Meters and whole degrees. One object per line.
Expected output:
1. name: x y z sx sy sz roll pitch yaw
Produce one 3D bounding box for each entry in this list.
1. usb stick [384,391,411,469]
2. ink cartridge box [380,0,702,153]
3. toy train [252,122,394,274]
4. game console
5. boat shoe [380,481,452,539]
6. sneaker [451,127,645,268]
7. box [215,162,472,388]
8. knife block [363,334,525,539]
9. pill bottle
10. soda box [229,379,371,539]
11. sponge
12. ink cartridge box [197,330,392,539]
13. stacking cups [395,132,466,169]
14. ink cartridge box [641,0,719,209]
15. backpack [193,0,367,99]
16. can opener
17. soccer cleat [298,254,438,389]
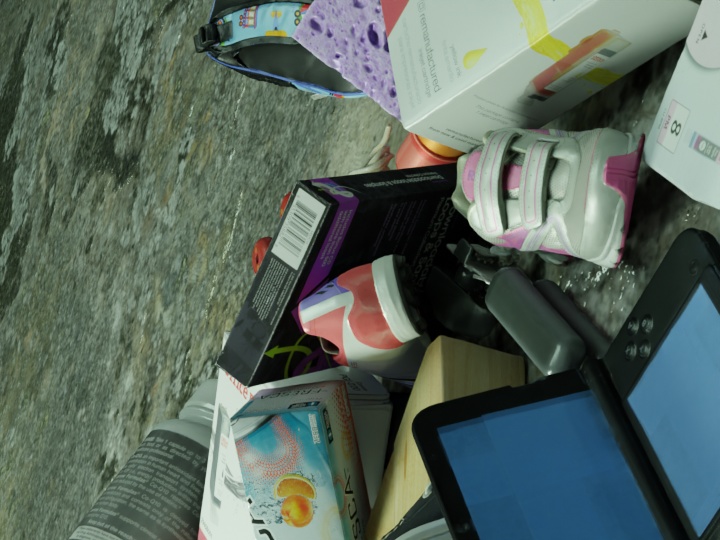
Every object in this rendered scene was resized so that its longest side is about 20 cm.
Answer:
1. usb stick: 0.003 0.113 1.577 0.200 0.033 0.056 176 107 -68
2. ink cartridge box: 0.111 -0.182 1.352 0.200 0.083 0.145 -32 55 37
3. toy train: -0.009 -0.007 1.613 0.200 0.085 0.116 126 140 -54
4. game console: 0.132 0.087 1.149 0.171 0.118 0.200 -63 30 29
5. boat shoe: 0.064 0.144 1.276 0.200 0.074 0.060 -42 27 4
6. sneaker: 0.108 -0.046 1.323 0.200 0.088 0.082 156 127 -73
7. box: 0.000 0.000 1.471 0.036 0.200 0.143 36 115 25
8. knife block: 0.069 0.159 1.345 0.176 0.064 0.200 36 109 66
9. pill bottle: -0.140 0.187 1.682 0.200 0.113 0.113 -53 12 -26
10. soda box: -0.028 0.177 1.428 0.068 0.063 0.200 -43 -57 -70
11. sponge: 0.049 -0.216 1.556 0.200 0.112 0.030 -56 -15 19
12. ink cartridge box: -0.050 0.157 1.549 0.146 0.085 0.200 -139 55 -61
13. stacking cups: 0.085 -0.131 1.522 0.200 0.060 0.061 124 152 -49
14. ink cartridge box: 0.230 -0.100 1.149 0.200 0.057 0.163 -125 53 -68
15. backpack: -0.004 -0.217 1.680 0.200 0.134 0.183 19 96 36
16. can opener: 0.101 0.031 1.368 0.067 0.053 0.200 -69 25 12
17. soccer cleat: 0.011 0.041 1.444 0.200 0.073 0.068 58 -162 -72
